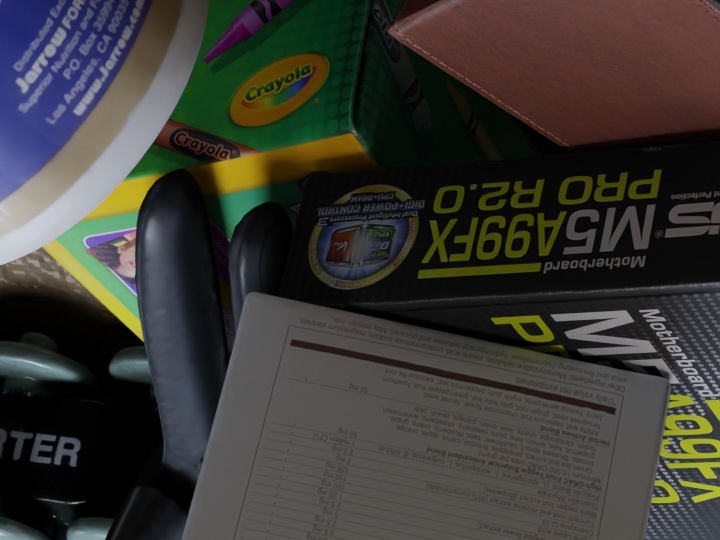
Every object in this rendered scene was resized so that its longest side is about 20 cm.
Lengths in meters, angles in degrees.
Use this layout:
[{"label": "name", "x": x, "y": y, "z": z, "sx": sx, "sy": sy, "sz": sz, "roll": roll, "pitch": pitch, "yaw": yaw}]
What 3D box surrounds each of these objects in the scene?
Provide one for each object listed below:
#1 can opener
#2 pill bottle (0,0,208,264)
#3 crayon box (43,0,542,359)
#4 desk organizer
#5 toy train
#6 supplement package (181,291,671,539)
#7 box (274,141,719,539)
[{"label": "can opener", "x": -0.036, "y": 0.045, "z": 0.839, "sx": 0.063, "sy": 0.079, "sz": 0.200, "roll": 17, "pitch": 141, "yaw": 6}, {"label": "pill bottle", "x": -0.139, "y": -0.095, "z": 0.702, "sx": 0.115, "sy": 0.116, "sz": 0.200, "roll": -17, "pitch": 139, "yaw": 37}, {"label": "crayon box", "x": 0.000, "y": 0.000, "z": 0.868, "sx": 0.118, "sy": 0.058, "sz": 0.200, "roll": -10, "pitch": 143, "yaw": 29}, {"label": "desk organizer", "x": 0.108, "y": -0.052, "z": 0.742, "sx": 0.200, "sy": 0.072, "sz": 0.077, "roll": 31, "pitch": 146, "yaw": -30}, {"label": "toy train", "x": -0.105, "y": 0.073, "z": 0.994, "sx": 0.199, "sy": 0.086, "sz": 0.114, "roll": 4, "pitch": 158, "yaw": 18}, {"label": "supplement package", "x": 0.001, "y": 0.125, "z": 0.723, "sx": 0.113, "sy": 0.201, "sz": 0.110, "roll": 12, "pitch": 146, "yaw": 4}, {"label": "box", "x": 0.092, "y": 0.039, "z": 0.793, "sx": 0.160, "sy": 0.044, "sz": 0.200, "roll": -2, "pitch": 148, "yaw": 28}]
